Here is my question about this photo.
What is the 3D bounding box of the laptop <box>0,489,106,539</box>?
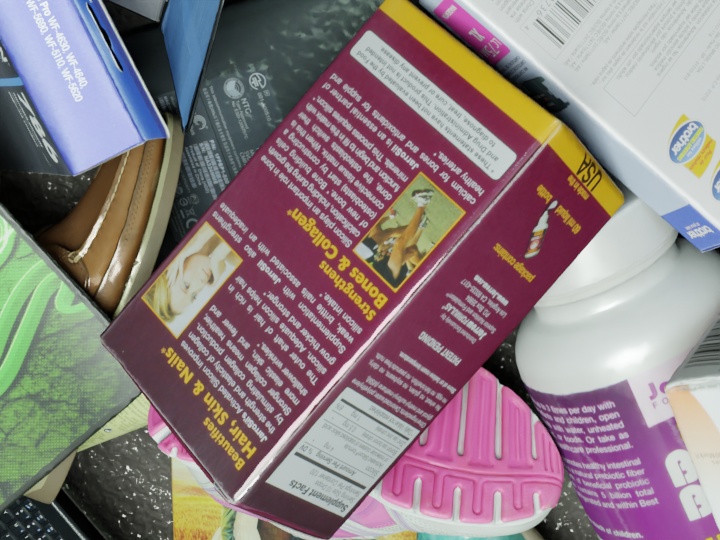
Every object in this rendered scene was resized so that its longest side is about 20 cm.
[{"bbox_3d":[-0.203,0.165,0.897,0.199,0.103,0.178,-34,101,25],"label":"laptop"}]

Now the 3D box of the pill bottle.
[{"bbox_3d":[0.140,0.057,0.750,0.111,0.112,0.201,-21,107,22],"label":"pill bottle"}]

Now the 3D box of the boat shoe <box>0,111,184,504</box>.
[{"bbox_3d":[-0.144,0.012,0.760,0.067,0.072,0.202,21,93,-15],"label":"boat shoe"}]

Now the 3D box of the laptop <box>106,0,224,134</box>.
[{"bbox_3d":[-0.110,-0.194,0.687,0.199,0.116,0.189,25,116,14],"label":"laptop"}]

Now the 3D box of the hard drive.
[{"bbox_3d":[-0.033,-0.068,0.786,0.198,0.033,0.141,-13,109,20],"label":"hard drive"}]

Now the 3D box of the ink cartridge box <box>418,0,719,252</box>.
[{"bbox_3d":[0.137,-0.097,0.687,0.200,0.042,0.120,40,75,-3],"label":"ink cartridge box"}]

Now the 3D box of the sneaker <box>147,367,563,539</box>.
[{"bbox_3d":[0.002,0.089,0.769,0.198,0.082,0.088,10,151,17],"label":"sneaker"}]

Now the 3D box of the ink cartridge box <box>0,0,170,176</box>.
[{"bbox_3d":[-0.154,-0.095,0.732,0.039,0.200,0.100,-32,105,-21],"label":"ink cartridge box"}]

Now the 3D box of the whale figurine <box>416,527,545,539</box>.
[{"bbox_3d":[0.060,0.184,0.804,0.158,0.104,0.202,-6,107,30],"label":"whale figurine"}]

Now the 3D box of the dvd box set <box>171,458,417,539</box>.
[{"bbox_3d":[-0.032,0.116,0.869,0.145,0.029,0.202,8,116,12],"label":"dvd box set"}]

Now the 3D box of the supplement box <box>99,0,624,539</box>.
[{"bbox_3d":[0.000,0.000,0.680,0.200,0.086,0.110,-49,56,4],"label":"supplement box"}]

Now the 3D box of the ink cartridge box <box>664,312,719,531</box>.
[{"bbox_3d":[0.217,0.091,0.717,0.050,0.162,0.202,-4,117,40],"label":"ink cartridge box"}]

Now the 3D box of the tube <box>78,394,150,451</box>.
[{"bbox_3d":[-0.094,0.045,0.813,0.199,0.058,0.052,-24,72,27],"label":"tube"}]

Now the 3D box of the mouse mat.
[{"bbox_3d":[-0.217,0.052,0.740,0.200,0.008,0.161,-40,100,14],"label":"mouse mat"}]
